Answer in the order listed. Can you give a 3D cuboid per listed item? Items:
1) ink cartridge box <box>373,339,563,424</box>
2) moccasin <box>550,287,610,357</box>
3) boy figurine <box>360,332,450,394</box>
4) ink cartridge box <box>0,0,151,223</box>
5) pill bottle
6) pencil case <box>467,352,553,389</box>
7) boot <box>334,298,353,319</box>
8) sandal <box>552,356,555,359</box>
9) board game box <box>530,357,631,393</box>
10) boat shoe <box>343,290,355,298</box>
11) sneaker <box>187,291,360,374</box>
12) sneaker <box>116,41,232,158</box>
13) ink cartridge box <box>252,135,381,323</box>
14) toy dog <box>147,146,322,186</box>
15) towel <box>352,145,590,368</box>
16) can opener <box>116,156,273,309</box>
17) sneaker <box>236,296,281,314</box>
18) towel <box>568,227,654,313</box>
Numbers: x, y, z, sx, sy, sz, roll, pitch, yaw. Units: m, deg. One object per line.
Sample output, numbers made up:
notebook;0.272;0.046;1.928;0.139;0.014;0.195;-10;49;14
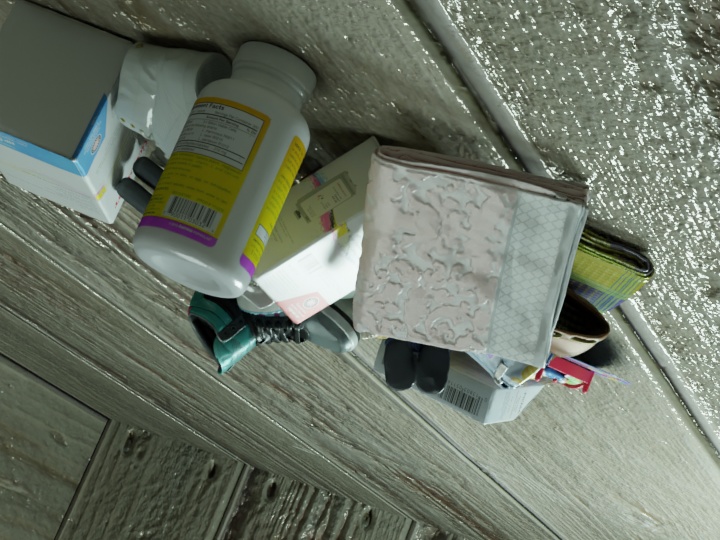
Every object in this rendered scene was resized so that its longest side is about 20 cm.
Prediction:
ink cartridge box;0.132;0.126;1.591;0.159;0.048;0.199;23;-171;31
moccasin;0.154;0.023;1.275;0.201;0.074;0.077;35;147;-24
boy figurine;0.062;0.069;1.483;0.123;0.065;0.200;4;-164;3
ink cartridge box;-0.285;-0.145;1.316;0.124;0.130;0.200;21;163;7
pill bottle;-0.106;-0.087;1.127;0.103;0.202;0.104;21;164;6
pencil case;0.105;0.036;1.352;0.199;0.091;0.083;37;172;-24
boot;-0.013;0.008;1.520;0.199;0.068;0.130;30;169;-14
sandal;0.123;0.028;1.442;0.210;0.078;0.070;25;-170;-25
board game box;0.209;0.111;1.544;0.198;0.039;0.158;22;177;5
boat shoe;0.000;0.000;1.398;0.075;0.061;0.200;-4;174;26
sneaker;-0.110;0.068;1.479;0.198;0.121;0.084;24;148;19
sneaker;-0.163;-0.120;1.253;0.115;0.074;0.202;17;131;31
ink cartridge box;-0.008;-0.045;1.251;0.068;0.199;0.117;62;-175;29
toy dog;-0.108;-0.089;1.373;0.199;0.097;0.132;34;171;19
towel;0.091;-0.007;1.187;0.189;0.032;0.202;12;129;5
can opener;-0.154;-0.034;1.340;0.199;0.053;0.066;38;172;-5
sneaker;-0.122;-0.037;1.472;0.076;0.082;0.200;-8;-145;-22
towel;0.195;-0.005;1.298;0.142;0.023;0.200;22;165;2
